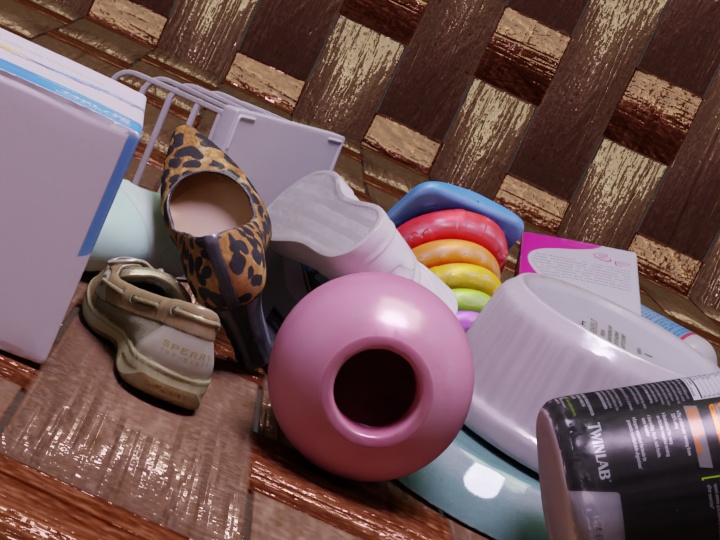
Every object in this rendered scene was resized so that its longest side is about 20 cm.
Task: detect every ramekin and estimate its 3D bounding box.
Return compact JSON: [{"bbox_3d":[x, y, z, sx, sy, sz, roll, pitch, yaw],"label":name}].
[{"bbox_3d":[0.157,0.079,1.355,0.201,0.095,0.202,25,12,-6],"label":"ramekin"}]

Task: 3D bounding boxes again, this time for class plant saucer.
[{"bbox_3d":[0.093,0.129,1.322,0.199,0.036,0.200,25,12,-6],"label":"plant saucer"}]

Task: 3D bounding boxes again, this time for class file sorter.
[{"bbox_3d":[-0.127,-0.077,1.651,0.124,0.140,0.200,25,7,23],"label":"file sorter"}]

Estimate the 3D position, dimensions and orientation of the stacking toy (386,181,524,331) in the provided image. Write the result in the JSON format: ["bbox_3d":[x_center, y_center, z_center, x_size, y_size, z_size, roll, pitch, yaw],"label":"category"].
[{"bbox_3d":[0.075,0.040,1.599,0.116,0.110,0.201,20,42,-31],"label":"stacking toy"}]

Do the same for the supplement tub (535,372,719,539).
[{"bbox_3d":[0.209,0.121,1.176,0.199,0.123,0.123,-8,11,-3],"label":"supplement tub"}]

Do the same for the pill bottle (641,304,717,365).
[{"bbox_3d":[0.251,0.090,1.825,0.199,0.109,0.109,29,9,27],"label":"pill bottle"}]

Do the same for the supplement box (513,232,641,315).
[{"bbox_3d":[0.168,0.054,1.624,0.100,0.104,0.200,11,22,3],"label":"supplement box"}]

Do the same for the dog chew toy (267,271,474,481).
[{"bbox_3d":[0.003,0.057,1.247,0.124,0.125,0.200,24,5,-6],"label":"dog chew toy"}]

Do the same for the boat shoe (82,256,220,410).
[{"bbox_3d":[-0.126,0.025,1.258,0.073,0.063,0.201,23,9,-17],"label":"boat shoe"}]

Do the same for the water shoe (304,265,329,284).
[{"bbox_3d":[-0.041,0.015,1.530,0.199,0.079,0.072,6,-36,42],"label":"water shoe"}]

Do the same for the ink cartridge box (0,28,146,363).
[{"bbox_3d":[-0.222,-0.058,1.204,0.145,0.147,0.200,23,9,-9],"label":"ink cartridge box"}]

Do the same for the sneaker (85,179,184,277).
[{"bbox_3d":[-0.191,-0.049,1.486,0.118,0.074,0.201,12,24,-32],"label":"sneaker"}]

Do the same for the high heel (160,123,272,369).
[{"bbox_3d":[-0.102,-0.048,1.349,0.143,0.071,0.201,76,-5,-60],"label":"high heel"}]

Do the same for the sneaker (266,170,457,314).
[{"bbox_3d":[0.000,0.000,1.418,0.116,0.074,0.200,51,-4,-23],"label":"sneaker"}]

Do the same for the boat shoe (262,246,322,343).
[{"bbox_3d":[-0.037,0.039,1.437,0.066,0.070,0.200,30,6,-24],"label":"boat shoe"}]
